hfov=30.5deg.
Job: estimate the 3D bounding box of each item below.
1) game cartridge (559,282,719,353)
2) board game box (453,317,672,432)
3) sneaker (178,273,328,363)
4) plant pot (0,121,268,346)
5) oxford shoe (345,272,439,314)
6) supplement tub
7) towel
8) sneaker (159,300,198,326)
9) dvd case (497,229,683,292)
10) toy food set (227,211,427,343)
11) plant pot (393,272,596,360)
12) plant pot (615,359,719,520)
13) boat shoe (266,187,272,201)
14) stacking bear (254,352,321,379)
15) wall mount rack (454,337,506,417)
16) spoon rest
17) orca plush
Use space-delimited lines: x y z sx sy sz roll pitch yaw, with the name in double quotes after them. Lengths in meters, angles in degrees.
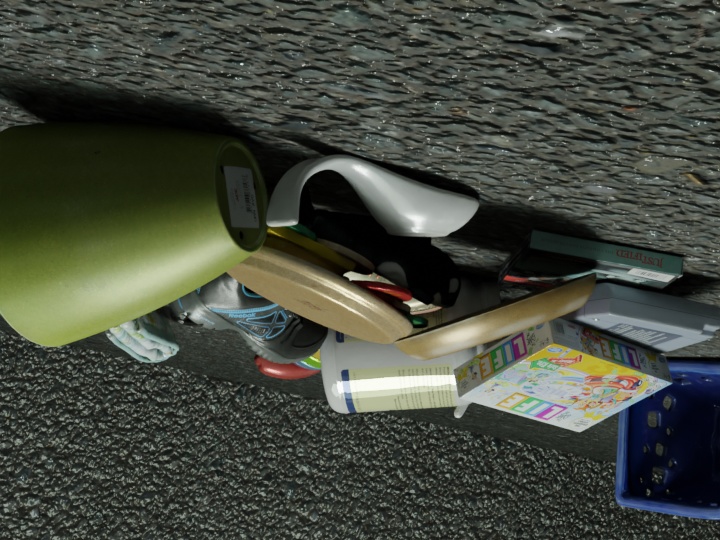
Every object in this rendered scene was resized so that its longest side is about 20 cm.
0.270 0.050 1.345 0.131 0.042 0.200 15 170 -4 "game cartridge"
0.213 0.111 1.382 0.198 0.035 0.134 18 140 -39 "board game box"
-0.089 0.037 1.316 0.081 0.074 0.199 -30 148 28 "sneaker"
-0.182 -0.046 1.086 0.197 0.190 0.187 -10 162 22 "plant pot"
0.000 0.000 1.364 0.197 0.072 0.074 10 167 2 "oxford shoe"
0.060 0.080 1.466 0.197 0.147 0.145 -4 168 6 "supplement tub"
-0.253 0.004 1.396 0.048 0.173 0.200 -21 168 -2 "towel"
-0.191 0.010 1.439 0.070 0.099 0.200 -19 -174 -4 "sneaker"
0.219 0.002 1.291 0.144 0.022 0.200 10 171 0 "dvd case"
-0.035 0.010 1.172 0.198 0.049 0.198 28 169 -17 "toy food set"
0.127 0.046 1.220 0.198 0.028 0.200 -19 177 -1 "plant pot"
0.475 0.230 1.777 0.178 0.203 0.199 11 170 -36 "plant pot"
-0.166 -0.053 1.264 0.069 0.072 0.199 19 157 -38 "boat shoe"
-0.043 0.065 1.663 0.112 0.123 0.200 16 161 -20 "stacking bear"
0.136 0.103 1.581 0.172 0.076 0.199 -15 -161 -37 "wall mount rack"
0.014 -0.062 1.102 0.198 0.062 0.099 2 178 -39 "spoon rest"
0.027 -0.035 1.210 0.199 0.072 0.105 31 -173 -20 "orca plush"
